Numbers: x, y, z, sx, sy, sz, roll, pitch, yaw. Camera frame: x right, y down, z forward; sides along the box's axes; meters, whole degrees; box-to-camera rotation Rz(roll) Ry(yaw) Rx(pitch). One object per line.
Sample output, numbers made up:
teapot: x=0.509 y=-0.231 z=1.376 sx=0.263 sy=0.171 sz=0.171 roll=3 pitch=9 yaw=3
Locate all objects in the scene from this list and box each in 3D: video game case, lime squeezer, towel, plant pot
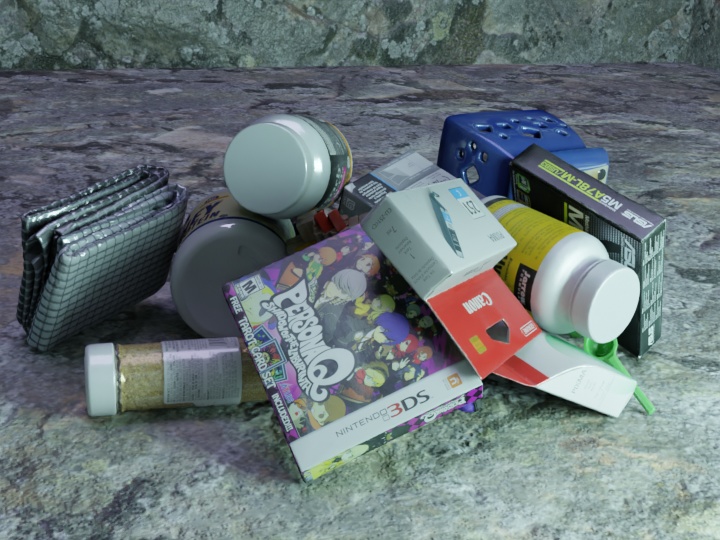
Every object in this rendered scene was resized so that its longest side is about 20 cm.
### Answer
video game case: x=-0.011 y=0.064 z=0.948 sx=0.179 sy=0.036 sz=0.202 roll=-23 pitch=63 yaw=-8
lime squeezer: x=0.258 y=0.087 z=1.130 sx=0.037 sy=0.072 sz=0.200 roll=-19 pitch=23 yaw=-4
towel: x=-0.294 y=-0.018 z=1.158 sx=0.085 sy=0.167 sz=0.199 roll=42 pitch=44 yaw=15
plant pot: x=0.230 y=-0.104 z=1.465 sx=0.197 sy=0.204 sz=0.179 roll=-9 pitch=29 yaw=-32

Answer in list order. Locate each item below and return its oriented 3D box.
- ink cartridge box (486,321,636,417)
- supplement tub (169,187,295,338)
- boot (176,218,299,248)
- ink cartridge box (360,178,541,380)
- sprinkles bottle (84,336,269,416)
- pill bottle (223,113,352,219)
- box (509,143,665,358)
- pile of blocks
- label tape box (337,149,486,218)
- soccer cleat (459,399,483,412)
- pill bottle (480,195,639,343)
ink cartridge box: x=0.160 y=0.076 z=1.052 sx=0.198 sy=0.051 sz=0.161 roll=24 pitch=6 yaw=-35
supplement tub: x=-0.146 y=-0.014 z=1.228 sx=0.142 sy=0.148 sz=0.200 roll=1 pitch=19 yaw=-5
boot: x=-0.156 y=-0.058 z=1.461 sx=0.171 sy=0.071 sz=0.200 roll=12 pitch=24 yaw=23
ink cartridge box: x=0.104 y=-0.002 z=0.983 sx=0.177 sy=0.045 sz=0.199 roll=51 pitch=25 yaw=9
sprinkles bottle: x=-0.169 y=0.101 z=1.017 sx=0.196 sy=0.070 sz=0.068 roll=-3 pitch=20 yaw=-15
pill bottle: x=-0.081 y=-0.118 z=1.172 sx=0.114 sy=0.119 sz=0.200 roll=6 pitch=9 yaw=10
box: x=0.257 y=-0.022 z=1.178 sx=0.047 sy=0.202 sz=0.193 roll=-35 pitch=50 yaw=-18
pile of blocks: x=-0.017 y=-0.027 z=1.067 sx=0.197 sy=0.063 sz=0.082 roll=3 pitch=41 yaw=41
label tape box: x=0.090 y=-0.052 z=1.248 sx=0.199 sy=0.064 sz=0.144 roll=35 pitch=43 yaw=22
soccer cleat: x=0.062 y=0.100 z=1.078 sx=0.072 sy=0.069 sz=0.200 roll=-23 pitch=27 yaw=-13
pill bottle: x=0.199 y=0.000 z=1.118 sx=0.110 sy=0.113 sz=0.199 roll=-12 pitch=28 yaw=-36
